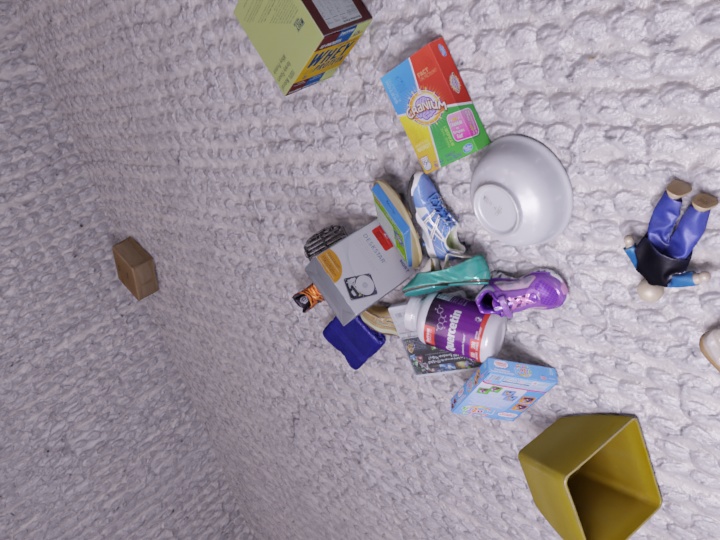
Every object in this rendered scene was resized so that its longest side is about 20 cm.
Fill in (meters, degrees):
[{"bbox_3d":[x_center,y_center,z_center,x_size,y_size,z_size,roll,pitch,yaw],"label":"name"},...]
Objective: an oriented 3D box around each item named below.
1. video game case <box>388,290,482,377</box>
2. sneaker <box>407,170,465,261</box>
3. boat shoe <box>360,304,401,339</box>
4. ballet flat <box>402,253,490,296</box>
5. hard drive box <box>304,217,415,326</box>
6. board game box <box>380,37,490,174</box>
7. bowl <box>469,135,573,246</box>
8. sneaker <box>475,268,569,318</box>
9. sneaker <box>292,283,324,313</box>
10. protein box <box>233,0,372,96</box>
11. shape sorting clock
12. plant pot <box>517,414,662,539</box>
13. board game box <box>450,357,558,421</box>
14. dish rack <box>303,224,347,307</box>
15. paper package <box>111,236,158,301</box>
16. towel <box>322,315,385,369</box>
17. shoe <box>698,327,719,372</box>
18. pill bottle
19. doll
[{"bbox_3d":[0.175,0.145,1.472,0.197,0.023,0.185,-14,106,37],"label":"video game case"},{"bbox_3d":[0.153,-0.109,1.310,0.076,0.076,0.202,4,129,43],"label":"sneaker"},{"bbox_3d":[0.086,0.113,1.578,0.197,0.072,0.077,20,129,28],"label":"boat shoe"},{"bbox_3d":[0.168,0.004,1.311,0.197,0.067,0.072,-11,79,38],"label":"ballet flat"},{"bbox_3d":[0.000,0.000,1.472,0.157,0.199,0.077,53,146,4],"label":"hard drive box"},{"bbox_3d":[0.134,-0.294,1.204,0.152,0.040,0.203,-17,103,56],"label":"board game box"},{"bbox_3d":[0.258,-0.121,1.138,0.200,0.090,0.204,32,138,33],"label":"bowl"},{"bbox_3d":[0.293,0.051,1.233,0.198,0.088,0.082,-5,112,53],"label":"sneaker"},{"bbox_3d":[-0.112,0.058,1.744,0.078,0.111,0.200,51,146,7],"label":"sneaker"},{"bbox_3d":[-0.116,-0.495,1.282,0.202,0.134,0.198,57,146,1],"label":"protein box"},{"bbox_3d":[0.079,-0.099,1.395,0.202,0.039,0.200,61,173,13],"label":"shape sorting clock"},{"bbox_3d":[0.422,0.394,1.264,0.176,0.198,0.203,9,125,63],"label":"plant pot"},{"bbox_3d":[0.290,0.250,1.360,0.201,0.148,0.037,115,161,-51],"label":"board game box"},{"bbox_3d":[-0.052,-0.009,1.630,0.152,0.054,0.203,-26,91,33],"label":"dish rack"},{"bbox_3d":[-0.957,-0.008,2.806,0.190,0.103,0.202,39,143,28],"label":"paper package"},{"bbox_3d":[-0.015,0.173,1.777,0.148,0.049,0.200,47,145,5],"label":"towel"},{"bbox_3d":[0.583,0.164,0.959,0.201,0.069,0.054,49,154,17],"label":"shoe"},{"bbox_3d":[0.193,0.111,1.353,0.197,0.113,0.114,15,130,27],"label":"pill bottle"},{"bbox_3d":[0.461,-0.027,0.985,0.136,0.048,0.203,37,141,30],"label":"doll"}]
